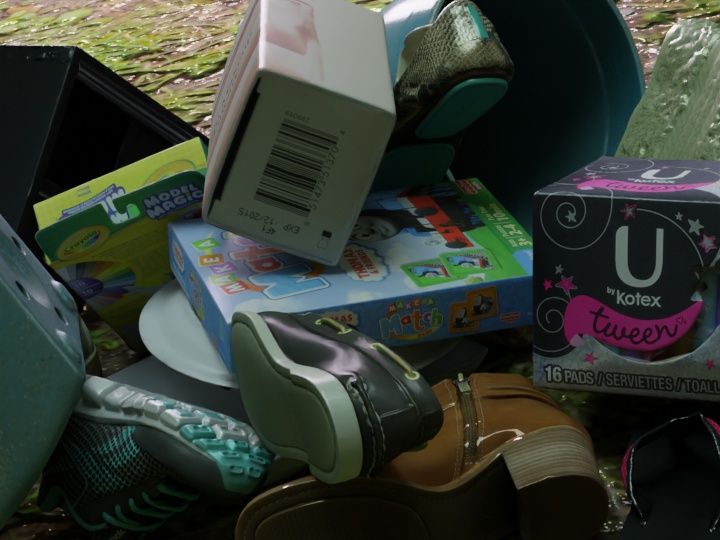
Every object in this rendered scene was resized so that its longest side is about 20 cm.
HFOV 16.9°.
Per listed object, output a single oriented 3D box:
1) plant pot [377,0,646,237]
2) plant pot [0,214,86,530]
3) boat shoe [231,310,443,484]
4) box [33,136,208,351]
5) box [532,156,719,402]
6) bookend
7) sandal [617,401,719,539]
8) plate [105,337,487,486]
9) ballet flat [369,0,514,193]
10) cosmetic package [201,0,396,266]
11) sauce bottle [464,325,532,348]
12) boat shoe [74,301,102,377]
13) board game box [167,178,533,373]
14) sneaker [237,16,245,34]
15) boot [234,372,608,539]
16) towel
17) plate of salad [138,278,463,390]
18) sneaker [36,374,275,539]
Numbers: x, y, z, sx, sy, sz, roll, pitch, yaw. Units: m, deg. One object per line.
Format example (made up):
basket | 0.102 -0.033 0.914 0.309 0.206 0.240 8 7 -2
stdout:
plant pot | 0.063 -0.104 1.665 0.199 0.202 0.187 -28 11 -36
plant pot | -0.260 0.054 1.313 0.199 0.197 0.196 -36 21 5
boat shoe | -0.017 0.060 1.244 0.060 0.072 0.201 -14 16 -16
box | -0.127 -0.017 1.529 0.116 0.049 0.200 -22 -22 5
box | 0.206 0.003 1.336 0.198 0.116 0.132 3 12 22
bookend | -0.197 -0.025 1.681 0.092 0.198 0.202 5 71 37
sandal | 0.165 0.109 1.243 0.074 0.045 0.200 -6 22 15
plate | -0.053 0.076 1.466 0.199 0.033 0.199 -26 25 -30
ballet flat | 0.034 -0.098 1.490 0.067 0.076 0.200 -3 -28 -27
cosmetic package | -0.037 -0.093 1.441 0.087 0.104 0.200 19 19 -8
sauce bottle | 0.039 0.005 1.547 0.199 0.067 0.066 12 31 43
boat shoe | -0.221 0.075 1.510 0.072 0.065 0.200 -4 23 21
board game box | 0.000 0.000 1.422 0.198 0.037 0.151 -10 26 -15
sneaker | -0.052 -0.067 1.636 0.073 0.116 0.201 2 45 -14
boot | 0.025 0.104 1.289 0.198 0.077 0.155 -14 21 -5
towel | 0.209 -0.062 1.513 0.148 0.036 0.201 18 80 53
plate of salad | -0.033 0.035 1.448 0.198 0.048 0.200 -1 25 0
sneaker | -0.117 0.114 1.338 0.077 0.092 0.199 17 -4 -33
